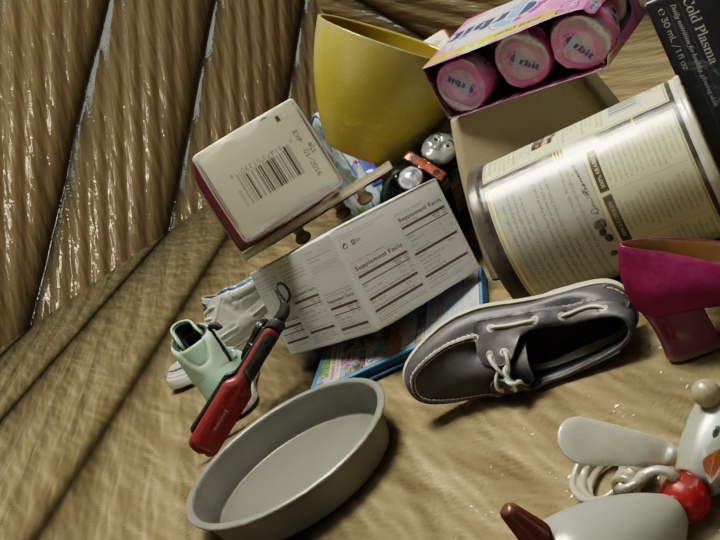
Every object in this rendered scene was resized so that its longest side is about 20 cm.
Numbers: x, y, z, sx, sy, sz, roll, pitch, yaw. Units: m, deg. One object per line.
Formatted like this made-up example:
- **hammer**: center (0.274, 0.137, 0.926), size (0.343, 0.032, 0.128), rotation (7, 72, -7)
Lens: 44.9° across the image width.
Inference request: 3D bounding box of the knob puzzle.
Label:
- **knob puzzle**: center (-0.052, -0.060, 1.053), size (0.219, 0.030, 0.220), rotation (-32, 4, 3)

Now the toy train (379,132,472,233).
- **toy train**: center (0.093, -0.090, 1.066), size (0.114, 0.085, 0.200), rotation (-52, -25, -9)

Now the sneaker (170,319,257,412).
- **sneaker**: center (-0.182, 0.099, 1.068), size (0.074, 0.118, 0.200), rotation (-34, 14, -7)

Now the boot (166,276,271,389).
- **boot**: center (-0.199, 0.078, 1.211), size (0.200, 0.096, 0.074), rotation (-31, 15, -2)

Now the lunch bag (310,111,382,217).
- **lunch bag**: center (-0.002, -0.169, 1.406), size (0.082, 0.200, 0.161), rotation (-31, -10, -10)

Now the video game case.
- **video game case**: center (0.044, 0.067, 0.938), size (0.200, 0.018, 0.143), rotation (-26, 16, 16)

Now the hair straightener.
- **hair straightener**: center (-0.129, 0.101, 0.947), size (0.200, 0.041, 0.077), rotation (-64, 13, 5)

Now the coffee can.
- **coffee can**: center (0.217, -0.065, 0.787), size (0.200, 0.147, 0.146), rotation (-23, 16, 24)

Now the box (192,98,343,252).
- **box**: center (-0.111, -0.101, 1.000), size (0.128, 0.109, 0.200), rotation (-33, 4, -8)

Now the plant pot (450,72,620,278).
- **plant pot**: center (0.208, -0.138, 0.983), size (0.200, 0.177, 0.200), rotation (-23, 16, 23)

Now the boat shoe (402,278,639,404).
- **boat shoe**: center (0.123, 0.063, 0.695), size (0.200, 0.073, 0.063), rotation (-22, 13, 14)

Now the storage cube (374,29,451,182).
- **storage cube**: center (0.098, -0.188, 1.210), size (0.171, 0.200, 0.180), rotation (-28, -26, 9)

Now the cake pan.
- **cake pan**: center (-0.059, 0.168, 0.764), size (0.200, 0.037, 0.200), rotation (-28, 15, 8)

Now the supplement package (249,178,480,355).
- **supplement package**: center (0.000, 0.000, 0.968), size (0.156, 0.111, 0.200), rotation (-29, 4, -32)

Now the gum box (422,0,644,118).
- **gum box**: center (0.176, -0.231, 0.875), size (0.200, 0.066, 0.114), rotation (-11, 31, 43)

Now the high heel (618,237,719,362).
- **high heel**: center (0.283, -0.017, 0.602), size (0.200, 0.096, 0.067), rotation (-29, 15, 6)

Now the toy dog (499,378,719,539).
- **toy dog**: center (0.134, 0.116, 0.453), size (0.132, 0.096, 0.200), rotation (-18, 20, 38)

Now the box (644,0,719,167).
- **box**: center (0.411, -0.223, 0.827), size (0.196, 0.200, 0.124), rotation (-19, 20, 38)

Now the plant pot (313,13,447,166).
- **plant pot**: center (0.025, -0.210, 1.057), size (0.200, 0.200, 0.142), rotation (-76, 4, -70)
